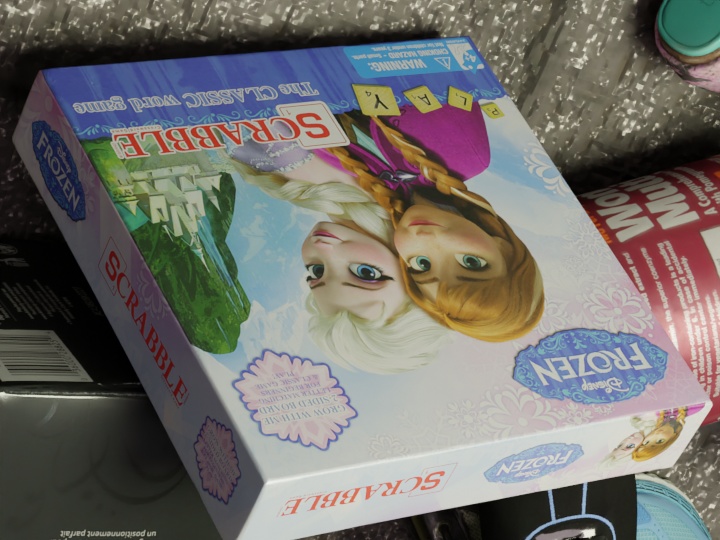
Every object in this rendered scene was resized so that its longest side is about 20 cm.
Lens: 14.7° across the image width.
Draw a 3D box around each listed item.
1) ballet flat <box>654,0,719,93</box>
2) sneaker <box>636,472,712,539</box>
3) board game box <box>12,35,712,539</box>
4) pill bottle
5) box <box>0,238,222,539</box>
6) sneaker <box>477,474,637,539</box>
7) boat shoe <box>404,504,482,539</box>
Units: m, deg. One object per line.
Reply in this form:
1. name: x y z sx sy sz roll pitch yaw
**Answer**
1. ballet flat: 0.200 -0.157 1.159 0.071 0.069 0.200 21 108 -51
2. sneaker: 0.157 0.165 1.274 0.078 0.090 0.200 -47 125 2
3. board game box: 0.000 0.000 1.033 0.200 0.200 0.041 -8 143 -34
4. pill bottle: 0.094 0.024 1.162 0.200 0.110 0.110 -16 120 -19
5. box: -0.127 0.105 1.069 0.124 0.149 0.200 3 113 -28
6. sneaker: 0.086 0.134 1.122 0.070 0.078 0.200 -12 134 -6
7. boat shoe: 0.052 0.167 1.241 0.066 0.072 0.201 -13 114 -14
